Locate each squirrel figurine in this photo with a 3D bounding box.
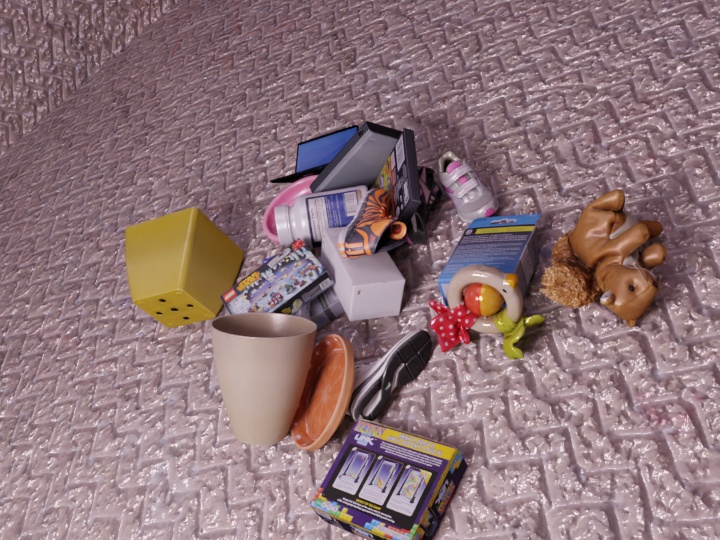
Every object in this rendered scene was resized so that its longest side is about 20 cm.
[{"bbox_3d":[0.393,0.003,1.289,0.198,0.141,0.189,-25,49,32],"label":"squirrel figurine"}]

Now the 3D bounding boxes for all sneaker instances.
[{"bbox_3d":[0.202,-0.168,1.594,0.081,0.089,0.200,-35,40,-2],"label":"sneaker"},{"bbox_3d":[0.043,-0.087,1.507,0.110,0.078,0.201,-3,39,29],"label":"sneaker"},{"bbox_3d":[0.127,-0.146,1.636,0.085,0.081,0.203,0,57,-4],"label":"sneaker"},{"bbox_3d":[0.028,0.166,1.394,0.200,0.076,0.115,-44,35,-19],"label":"sneaker"}]

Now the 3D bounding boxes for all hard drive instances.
[{"bbox_3d":[0.000,-0.223,1.683,0.200,0.138,0.033,-44,59,33],"label":"hard drive"}]

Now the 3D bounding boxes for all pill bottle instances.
[{"bbox_3d":[-0.075,-0.107,1.661,0.196,0.112,0.112,-9,42,-1],"label":"pill bottle"}]

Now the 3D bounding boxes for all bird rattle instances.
[{"bbox_3d":[0.203,0.058,1.328,0.197,0.165,0.113,15,40,32],"label":"bird rattle"}]

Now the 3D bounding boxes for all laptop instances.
[{"bbox_3d":[-0.106,-0.278,1.893,0.175,0.105,0.199,-14,1,23],"label":"laptop"}]

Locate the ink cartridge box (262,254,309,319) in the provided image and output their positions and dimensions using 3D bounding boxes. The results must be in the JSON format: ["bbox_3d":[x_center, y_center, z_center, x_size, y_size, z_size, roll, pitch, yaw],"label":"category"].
[{"bbox_3d":[-0.150,0.047,1.592,0.093,0.044,0.202,-19,42,15],"label":"ink cartridge box"}]

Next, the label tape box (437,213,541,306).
[{"bbox_3d":[0.240,-0.020,1.436,0.141,0.067,0.201,-2,34,32],"label":"label tape box"}]

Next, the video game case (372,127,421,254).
[{"bbox_3d":[0.070,-0.153,1.613,0.182,0.025,0.202,120,155,-46],"label":"video game case"}]

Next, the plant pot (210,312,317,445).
[{"bbox_3d":[-0.173,0.192,1.400,0.184,0.204,0.187,4,10,-1],"label":"plant pot"}]

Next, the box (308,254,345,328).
[{"bbox_3d":[-0.120,0.066,1.620,0.198,0.041,0.157,-32,40,1],"label":"box"}]

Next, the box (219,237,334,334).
[{"bbox_3d":[-0.164,0.037,1.545,0.199,0.040,0.137,-37,41,-6],"label":"box"}]

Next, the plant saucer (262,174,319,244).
[{"bbox_3d":[-0.126,-0.129,1.807,0.198,0.051,0.202,-19,42,17],"label":"plant saucer"}]

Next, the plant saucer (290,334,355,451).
[{"bbox_3d":[-0.062,0.211,1.380,0.201,0.032,0.202,-48,30,39],"label":"plant saucer"}]

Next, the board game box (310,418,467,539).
[{"bbox_3d":[0.042,0.332,1.236,0.198,0.057,0.166,9,54,40],"label":"board game box"}]

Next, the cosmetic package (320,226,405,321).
[{"bbox_3d":[0.000,0.000,1.539,0.106,0.086,0.201,-4,36,-18],"label":"cosmetic package"}]

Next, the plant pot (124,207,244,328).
[{"bbox_3d":[-0.395,0.009,1.755,0.197,0.200,0.179,-13,55,23],"label":"plant pot"}]
